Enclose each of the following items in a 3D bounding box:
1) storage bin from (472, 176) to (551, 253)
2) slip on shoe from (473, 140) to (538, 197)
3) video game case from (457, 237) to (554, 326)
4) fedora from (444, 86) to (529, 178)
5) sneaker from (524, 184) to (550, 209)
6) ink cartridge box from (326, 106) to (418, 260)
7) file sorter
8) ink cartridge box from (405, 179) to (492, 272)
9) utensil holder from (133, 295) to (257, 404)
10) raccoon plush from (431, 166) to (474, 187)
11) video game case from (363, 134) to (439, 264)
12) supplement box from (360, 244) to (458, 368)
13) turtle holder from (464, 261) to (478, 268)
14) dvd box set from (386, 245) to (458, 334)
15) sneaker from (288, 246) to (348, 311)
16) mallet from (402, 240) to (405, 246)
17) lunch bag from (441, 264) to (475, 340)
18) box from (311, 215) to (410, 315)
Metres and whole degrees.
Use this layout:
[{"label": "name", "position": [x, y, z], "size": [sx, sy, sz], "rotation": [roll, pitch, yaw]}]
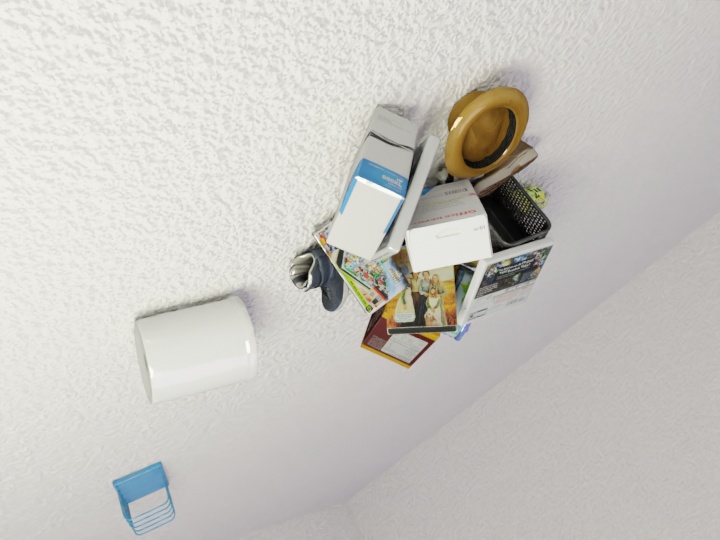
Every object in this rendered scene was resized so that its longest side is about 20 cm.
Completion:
[{"label": "storage bin", "position": [0.302, -0.118, 1.238], "size": [0.133, 0.202, 0.094], "rotation": [-20, 150, -20]}, {"label": "slip on shoe", "position": [0.292, -0.217, 1.170], "size": [0.199, 0.061, 0.076], "rotation": [-35, 173, -27]}, {"label": "video game case", "position": [0.307, 0.024, 1.199], "size": [0.197, 0.023, 0.184], "rotation": [-15, 138, -27]}, {"label": "fedora", "position": [0.220, -0.267, 1.048], "size": [0.197, 0.082, 0.202], "rotation": [-21, 145, -15]}, {"label": "sneaker", "position": [0.410, -0.180, 1.401], "size": [0.199, 0.075, 0.077], "rotation": [-8, 138, -56]}, {"label": "ink cartridge box", "position": [0.022, -0.144, 0.913], "size": [0.083, 0.202, 0.146], "rotation": [21, 136, -7]}, {"label": "file sorter", "position": [-0.629, 0.679, 1.662], "size": [0.137, 0.124, 0.202], "rotation": [-19, 149, -23]}, {"label": "ink cartridge box", "position": [0.151, -0.086, 1.031], "size": [0.141, 0.201, 0.086], "rotation": [-12, 114, 7]}, {"label": "utensil holder", "position": [-0.320, 0.153, 1.088], "size": [0.197, 0.172, 0.171], "rotation": [-12, 147, -28]}, {"label": "raccoon plush", "position": [0.203, -0.149, 1.201], "size": [0.134, 0.097, 0.199], "rotation": [-41, 146, 10]}, {"label": "video game case", "position": [0.066, -0.115, 0.976], "size": [0.182, 0.023, 0.203], "rotation": [153, -42, -76]}, {"label": "supplement box", "position": [0.111, 0.085, 1.311], "size": [0.131, 0.200, 0.201], "rotation": [24, 147, -4]}, {"label": "turtle holder", "position": [0.271, -0.078, 1.346], "size": [0.141, 0.133, 0.184], "rotation": [-42, 151, 22]}, {"label": "dvd box set", "position": [0.127, 0.035, 1.176], "size": [0.143, 0.203, 0.030], "rotation": [-3, 146, 9]}, {"label": "sneaker", "position": [-0.090, 0.027, 1.194], "size": [0.145, 0.077, 0.205], "rotation": [-25, 144, -37]}, {"label": "mallet", "position": [0.061, -0.021, 1.335], "size": [0.065, 0.042, 0.201], "rotation": [-24, 156, -18]}, {"label": "lunch bag", "position": [0.227, 0.071, 1.340], "size": [0.163, 0.081, 0.200], "rotation": [-64, -177, 7]}, {"label": "box", "position": [0.002, -0.023, 1.118], "size": [0.109, 0.035, 0.202], "rotation": [-36, 108, -4]}]
